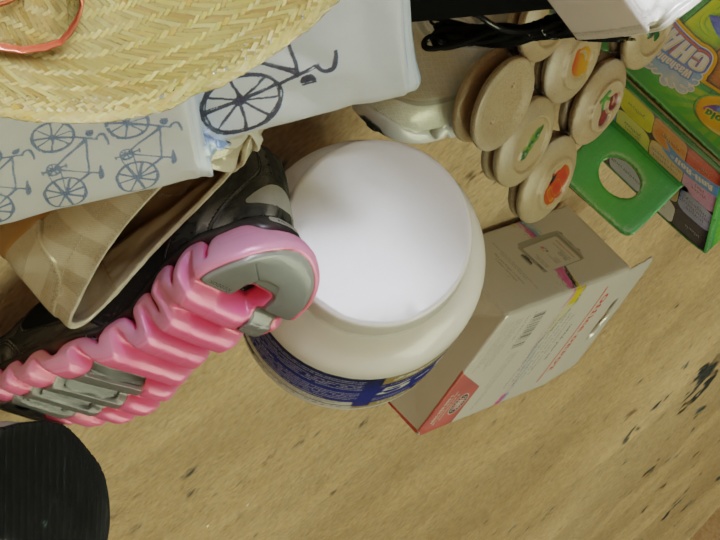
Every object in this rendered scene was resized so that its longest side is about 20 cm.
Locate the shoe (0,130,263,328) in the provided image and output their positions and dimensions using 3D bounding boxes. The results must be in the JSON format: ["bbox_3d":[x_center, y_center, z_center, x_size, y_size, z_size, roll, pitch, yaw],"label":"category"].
[{"bbox_3d":[-0.077,-0.048,1.128,0.200,0.053,0.070,-39,157,26],"label":"shoe"}]

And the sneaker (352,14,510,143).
[{"bbox_3d":[0.066,-0.139,1.295,0.200,0.075,0.081,-44,157,-31],"label":"sneaker"}]

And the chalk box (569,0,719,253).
[{"bbox_3d":[0.213,-0.107,1.588,0.200,0.124,0.124,-41,162,-16],"label":"chalk box"}]

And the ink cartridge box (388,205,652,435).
[{"bbox_3d":[0.101,0.028,1.733,0.200,0.068,0.117,-17,148,-53],"label":"ink cartridge box"}]

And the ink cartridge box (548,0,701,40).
[{"bbox_3d":[0.087,-0.205,0.953,0.146,0.200,0.085,-41,-169,-11],"label":"ink cartridge box"}]

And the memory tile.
[{"bbox_3d":[0.120,-0.127,1.311,0.200,0.017,0.153,-56,152,-9],"label":"memory tile"}]

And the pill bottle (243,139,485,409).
[{"bbox_3d":[0.000,0.000,1.298,0.120,0.120,0.200,-42,176,-10],"label":"pill bottle"}]

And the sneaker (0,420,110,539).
[{"bbox_3d":[-0.199,0.106,1.225,0.088,0.074,0.200,-7,165,31],"label":"sneaker"}]

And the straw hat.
[{"bbox_3d":[-0.086,-0.154,0.860,0.201,0.201,0.085,-49,-162,13],"label":"straw hat"}]

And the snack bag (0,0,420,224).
[{"bbox_3d":[-0.070,-0.095,0.987,0.200,0.021,0.189,-15,146,-7],"label":"snack bag"}]

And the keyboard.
[{"bbox_3d":[0.040,-0.120,1.097,0.127,0.200,0.021,29,65,-54],"label":"keyboard"}]

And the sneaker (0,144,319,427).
[{"bbox_3d":[-0.104,0.005,1.218,0.200,0.096,0.079,-28,146,29],"label":"sneaker"}]
